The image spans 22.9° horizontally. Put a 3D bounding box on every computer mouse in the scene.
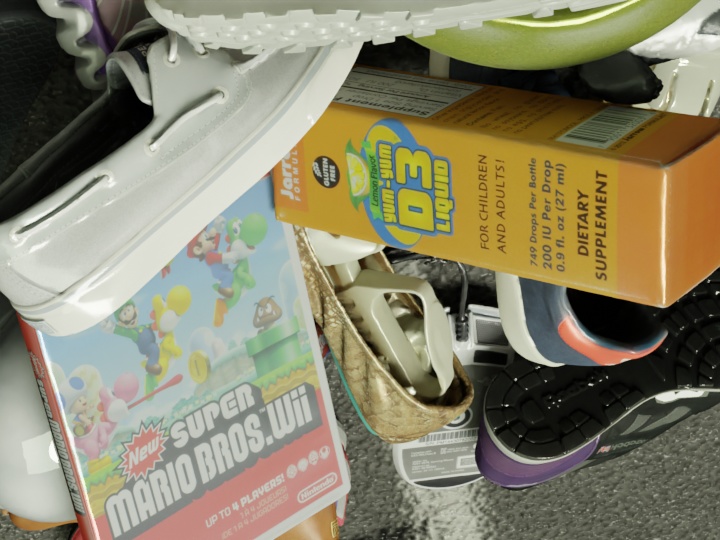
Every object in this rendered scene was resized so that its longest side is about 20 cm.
[{"bbox_3d":[0.049,0.044,0.999,0.109,0.044,0.200,-5,132,-11],"label":"computer mouse"}]

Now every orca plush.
[{"bbox_3d":[0.133,-0.136,0.762,0.200,0.071,0.105,-24,95,7],"label":"orca plush"}]

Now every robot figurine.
[{"bbox_3d":[-0.176,0.056,0.876,0.200,0.170,0.113,14,155,34],"label":"robot figurine"}]

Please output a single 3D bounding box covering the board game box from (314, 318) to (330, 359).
[{"bbox_3d":[-0.105,0.068,0.959,0.200,0.103,0.019,-22,98,14],"label":"board game box"}]

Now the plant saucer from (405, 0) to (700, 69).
[{"bbox_3d":[0.071,-0.172,0.686,0.199,0.031,0.201,-1,111,-3],"label":"plant saucer"}]

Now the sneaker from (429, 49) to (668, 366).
[{"bbox_3d":[0.097,-0.046,0.828,0.075,0.084,0.200,-35,117,-33],"label":"sneaker"}]

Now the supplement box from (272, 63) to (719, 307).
[{"bbox_3d":[0.056,-0.041,0.771,0.200,0.069,0.067,13,118,34],"label":"supplement box"}]

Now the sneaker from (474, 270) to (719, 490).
[{"bbox_3d":[0.152,0.064,1.007,0.199,0.076,0.088,-19,156,-16],"label":"sneaker"}]

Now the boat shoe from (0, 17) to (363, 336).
[{"bbox_3d":[-0.079,-0.065,0.727,0.200,0.072,0.069,-44,125,-9],"label":"boat shoe"}]

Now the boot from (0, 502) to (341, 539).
[{"bbox_3d":[-0.102,0.159,1.002,0.200,0.074,0.155,-22,92,26],"label":"boot"}]

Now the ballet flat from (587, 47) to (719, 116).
[{"bbox_3d":[0.144,-0.078,0.863,0.068,0.063,0.200,7,135,-18],"label":"ballet flat"}]

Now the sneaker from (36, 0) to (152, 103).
[{"bbox_3d":[-0.095,-0.133,0.754,0.088,0.081,0.200,-23,136,4],"label":"sneaker"}]

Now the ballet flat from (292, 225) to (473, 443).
[{"bbox_3d":[0.000,0.000,0.886,0.065,0.071,0.200,-13,122,34],"label":"ballet flat"}]

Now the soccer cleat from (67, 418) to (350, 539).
[{"bbox_3d":[-0.094,0.151,1.064,0.200,0.073,0.068,-27,136,18],"label":"soccer cleat"}]

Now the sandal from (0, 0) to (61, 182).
[{"bbox_3d":[-0.196,-0.068,0.828,0.076,0.043,0.200,-3,148,-44],"label":"sandal"}]

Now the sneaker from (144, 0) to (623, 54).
[{"bbox_3d":[0.017,-0.128,0.655,0.199,0.081,0.076,-9,-178,0],"label":"sneaker"}]

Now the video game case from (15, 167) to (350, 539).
[{"bbox_3d":[-0.079,0.045,0.809,0.143,0.017,0.201,-28,117,-34],"label":"video game case"}]
